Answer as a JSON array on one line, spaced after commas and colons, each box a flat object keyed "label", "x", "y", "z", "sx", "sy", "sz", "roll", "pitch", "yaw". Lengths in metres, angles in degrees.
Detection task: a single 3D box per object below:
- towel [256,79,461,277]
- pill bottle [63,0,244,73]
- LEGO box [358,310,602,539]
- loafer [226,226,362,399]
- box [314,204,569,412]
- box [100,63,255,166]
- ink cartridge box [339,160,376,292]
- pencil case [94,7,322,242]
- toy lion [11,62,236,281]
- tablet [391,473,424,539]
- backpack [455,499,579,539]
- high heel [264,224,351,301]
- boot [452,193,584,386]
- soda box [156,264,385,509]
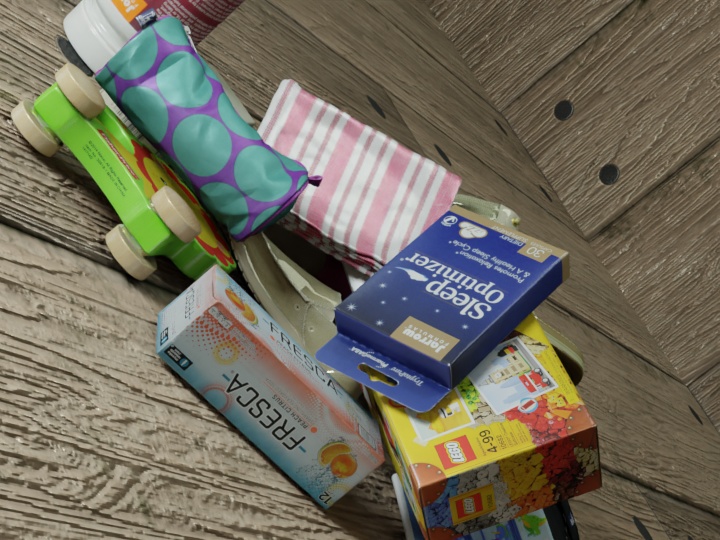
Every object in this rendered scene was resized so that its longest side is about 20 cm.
[{"label": "towel", "x": -0.008, "y": -0.079, "z": 1.425, "sx": 0.198, "sy": 0.030, "sz": 0.147, "roll": 29, "pitch": 52, "yaw": -11}, {"label": "pill bottle", "x": -0.180, "y": -0.269, "z": 1.488, "sx": 0.114, "sy": 0.200, "sz": 0.114, "roll": 46, "pitch": 15, "yaw": -16}, {"label": "LEGO box", "x": 0.088, "y": 0.106, "z": 1.266, "sx": 0.201, "sy": 0.147, "sz": 0.078, "roll": -116, "pitch": -170, "yaw": -48}, {"label": "loafer", "x": -0.051, "y": 0.031, "z": 1.383, "sx": 0.201, "sy": 0.068, "sz": 0.076, "roll": 60, "pitch": -6, "yaw": 0}, {"label": "box", "x": 0.066, "y": 0.027, "z": 1.272, "sx": 0.120, "sy": 0.200, "sz": 0.033, "roll": 24, "pitch": -40, "yaw": 32}, {"label": "box", "x": -0.174, "y": -0.148, "z": 1.480, "sx": 0.083, "sy": 0.068, "sz": 0.200, "roll": 53, "pitch": 14, "yaw": 5}, {"label": "ink cartridge box", "x": 0.000, "y": 0.000, "z": 1.463, "sx": 0.095, "sy": 0.037, "sz": 0.202, "roll": 73, "pitch": 1, "yaw": -70}, {"label": "pencil case", "x": -0.130, "y": -0.121, "z": 1.319, "sx": 0.201, "sy": 0.092, "sz": 0.085, "roll": 50, "pitch": -18, "yaw": 0}, {"label": "toy lion", "x": -0.182, "y": -0.070, "z": 1.304, "sx": 0.201, "sy": 0.068, "sz": 0.192, "roll": 52, "pitch": 8, "yaw": 3}, {"label": "tablet", "x": 0.081, "y": 0.273, "z": 1.359, "sx": 0.130, "sy": 0.014, "sz": 0.201, "roll": 44, "pitch": 17, "yaw": -28}, {"label": "backpack", "x": 0.115, "y": 0.188, "z": 1.374, "sx": 0.163, "sy": 0.152, "sz": 0.203, "roll": -71, "pitch": 152, "yaw": -74}, {"label": "high heel", "x": -0.077, "y": -0.032, "z": 1.511, "sx": 0.201, "sy": 0.067, "sz": 0.096, "roll": 54, "pitch": 21, "yaw": 0}, {"label": "boot", "x": 0.137, "y": 0.016, "z": 1.498, "sx": 0.198, "sy": 0.072, "sz": 0.155, "roll": 28, "pitch": 43, "yaw": -2}, {"label": "soda box", "x": -0.069, "y": 0.092, "z": 1.223, "sx": 0.200, "sy": 0.068, "sz": 0.064, "roll": 46, "pitch": 13, "yaw": -23}]
